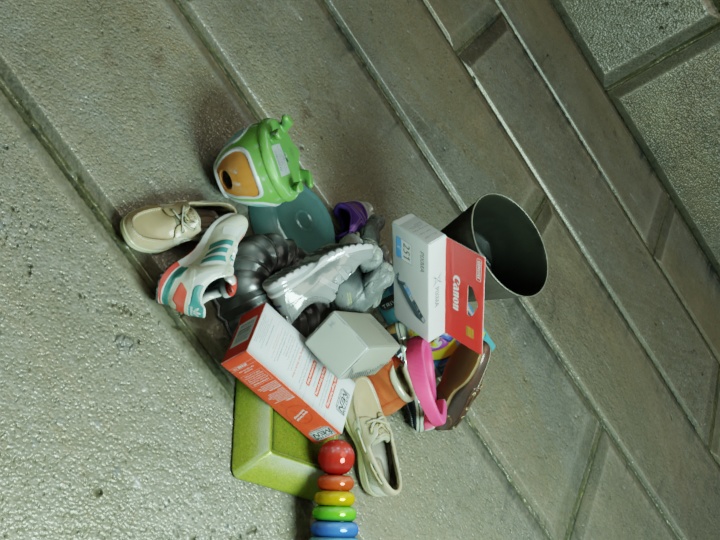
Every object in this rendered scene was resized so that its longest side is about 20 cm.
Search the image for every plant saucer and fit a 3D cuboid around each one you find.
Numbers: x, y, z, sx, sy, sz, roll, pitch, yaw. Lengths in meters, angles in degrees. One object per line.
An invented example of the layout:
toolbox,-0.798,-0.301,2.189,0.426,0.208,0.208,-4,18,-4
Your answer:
plant saucer,-0.107,-0.081,1.594,0.199,0.036,0.201,31,46,-37
plant saucer,-0.100,0.232,1.389,0.199,0.048,0.201,28,48,-39

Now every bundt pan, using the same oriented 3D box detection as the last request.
bundt pan,-0.133,0.030,1.438,0.201,0.076,0.203,22,57,-38

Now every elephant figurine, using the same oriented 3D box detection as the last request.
elephant figurine,0.000,0.000,1.573,0.142,0.155,0.200,58,7,-2

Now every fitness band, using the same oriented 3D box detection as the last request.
fitness band,0.112,0.187,1.559,0.200,0.037,0.145,-56,132,-79

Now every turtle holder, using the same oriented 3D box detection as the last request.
turtle holder,-0.162,-0.180,1.496,0.186,0.131,0.141,-90,159,-49

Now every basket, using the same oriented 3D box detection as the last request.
basket,0.186,-0.019,1.531,0.136,0.200,0.181,-39,99,-34

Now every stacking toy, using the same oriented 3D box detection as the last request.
stacking toy,-0.035,0.346,1.326,0.085,0.085,0.202,17,70,-45

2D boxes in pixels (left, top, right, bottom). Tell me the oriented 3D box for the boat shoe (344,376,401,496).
boat shoe,0.022,0.260,1.471,0.072,0.065,0.202,-8,83,-37

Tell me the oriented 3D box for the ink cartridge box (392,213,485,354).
ink cartridge box,0.124,0.030,1.497,0.045,0.176,0.201,-27,131,-29

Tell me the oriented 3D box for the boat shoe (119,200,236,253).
boat shoe,-0.266,-0.073,1.361,0.199,0.065,0.073,-10,76,-54

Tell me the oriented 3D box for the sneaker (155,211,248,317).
sneaker,-0.207,-0.003,1.340,0.093,0.071,0.200,27,48,15

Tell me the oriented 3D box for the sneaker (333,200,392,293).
sneaker,-0.005,-0.037,1.679,0.083,0.081,0.201,1,58,-36

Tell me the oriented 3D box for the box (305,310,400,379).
box,-0.008,0.114,1.410,0.082,0.068,0.200,46,9,15

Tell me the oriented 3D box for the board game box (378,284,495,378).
board game box,0.130,0.091,1.682,0.201,0.150,0.047,58,36,-6

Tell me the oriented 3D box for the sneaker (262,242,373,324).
sneaker,-0.058,0.015,1.411,0.199,0.075,0.083,-27,104,-30

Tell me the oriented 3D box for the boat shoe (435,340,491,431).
boat shoe,0.181,0.204,1.644,0.070,0.201,0.071,14,30,-29

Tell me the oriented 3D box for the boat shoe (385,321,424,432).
boat shoe,0.072,0.190,1.614,0.075,0.062,0.201,-63,138,-78

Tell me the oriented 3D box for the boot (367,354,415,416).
boot,0.024,0.146,1.553,0.075,0.107,0.201,-15,79,-52

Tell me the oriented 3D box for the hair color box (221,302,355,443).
hair color box,-0.101,0.152,1.346,0.200,0.061,0.102,44,38,-23
